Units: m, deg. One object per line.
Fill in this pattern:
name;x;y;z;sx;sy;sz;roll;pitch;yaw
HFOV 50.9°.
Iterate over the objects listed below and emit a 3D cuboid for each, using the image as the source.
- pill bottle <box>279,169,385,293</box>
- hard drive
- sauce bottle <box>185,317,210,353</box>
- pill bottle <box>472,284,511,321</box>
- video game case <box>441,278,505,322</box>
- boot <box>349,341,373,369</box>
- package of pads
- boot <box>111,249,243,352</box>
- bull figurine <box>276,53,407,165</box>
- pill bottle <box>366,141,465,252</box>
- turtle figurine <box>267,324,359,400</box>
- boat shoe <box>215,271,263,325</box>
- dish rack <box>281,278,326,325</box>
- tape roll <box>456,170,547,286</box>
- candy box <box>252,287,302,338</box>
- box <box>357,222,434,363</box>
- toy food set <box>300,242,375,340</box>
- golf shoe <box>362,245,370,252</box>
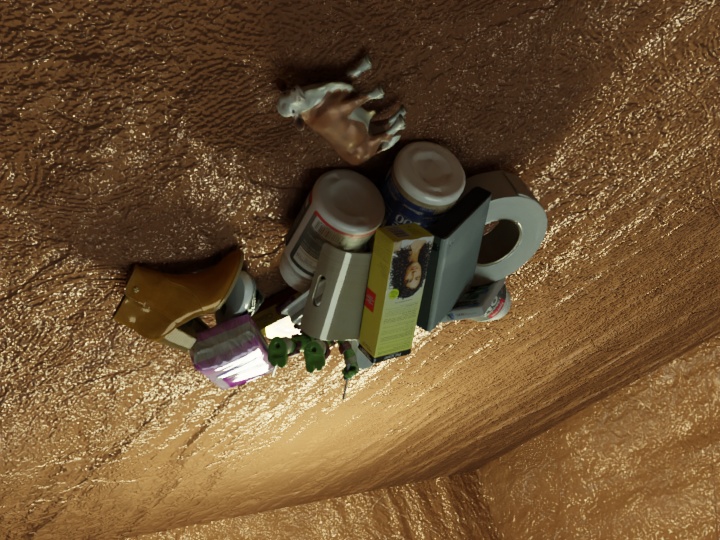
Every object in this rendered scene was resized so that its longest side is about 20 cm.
pill bottle;-0.050;-0.054;1.171;0.114;0.114;0.200;-4;151;-28
hard drive;0.143;-0.015;1.177;0.140;0.033;0.200;-43;151;-37
sauce bottle;-0.322;0.093;1.336;0.065;0.065;0.200;-21;153;3
pill bottle;0.237;0.045;1.566;0.111;0.111;0.200;-31;152;23
video game case;0.151;0.054;1.342;0.182;0.022;0.200;-11;-169;24
boot;-0.008;0.091;1.453;0.073;0.096;0.201;-15;130;-28
package of pads;-0.228;0.151;1.360;0.120;0.076;0.200;-20;161;-4
boot;-0.291;0.024;1.205;0.144;0.071;0.201;33;93;-24
bull figurine;-0.019;-0.200;0.956;0.121;0.065;0.200;-24;155;17
pill bottle;0.075;-0.097;1.175;0.111;0.111;0.200;-7;152;-23
turtle figurine;-0.083;0.162;1.320;0.200;0.144;0.194;-53;167;10
boat shoe;-0.206;0.056;1.337;0.066;0.070;0.200;-14;155;-28
dish rack;-0.013;0.043;1.245;0.200;0.044;0.172;-12;164;-39
tape roll;0.212;-0.069;1.282;0.202;0.071;0.203;-13;136;-12
candy box;-0.114;0.098;1.493;0.116;0.057;0.200;-27;152;16
box;0.048;0.034;1.097;0.075;0.050;0.201;-11;123;-32
toy food set;0.011;0.028;1.142;0.200;0.060;0.144;2;116;-37
golf shoe;0.000;0.000;1.338;0.094;0.078;0.200;-2;153;-10
